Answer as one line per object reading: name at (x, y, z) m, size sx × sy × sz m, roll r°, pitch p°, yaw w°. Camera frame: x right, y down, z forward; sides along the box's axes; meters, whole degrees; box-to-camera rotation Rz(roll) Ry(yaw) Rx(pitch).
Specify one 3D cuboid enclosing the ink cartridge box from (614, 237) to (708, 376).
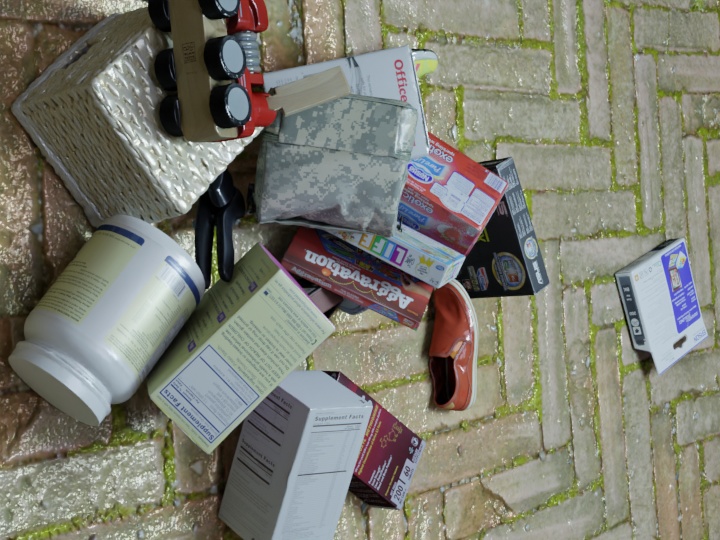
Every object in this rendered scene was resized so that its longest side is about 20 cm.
ink cartridge box at (0.557, 0.065, 2.306) m, size 0.197 × 0.043 × 0.202 m, roll -26°, pitch 102°, yaw -43°

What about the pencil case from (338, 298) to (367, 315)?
pencil case at (0.037, -0.009, 1.768) m, size 0.199 × 0.083 × 0.091 m, roll -24°, pitch 74°, yaw -43°

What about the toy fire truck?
toy fire truck at (-0.118, -0.236, 1.396) m, size 0.199 × 0.127 × 0.178 m, roll -8°, pitch 92°, yaw -58°

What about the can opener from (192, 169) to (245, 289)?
can opener at (-0.178, -0.048, 1.517) m, size 0.079 × 0.063 × 0.201 m, roll 55°, pitch 22°, yaw -38°

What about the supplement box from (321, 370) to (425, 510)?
supplement box at (-0.005, 0.234, 1.719) m, size 0.200 × 0.060 × 0.110 m, roll 42°, pitch 60°, yaw -33°

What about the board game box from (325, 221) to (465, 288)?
board game box at (0.035, -0.043, 1.668) m, size 0.035 × 0.198 × 0.134 m, roll -65°, pitch 169°, yaw 12°

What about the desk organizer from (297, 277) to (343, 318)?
desk organizer at (-0.103, 0.084, 1.627) m, size 0.199 × 0.071 × 0.078 m, roll -34°, pitch 112°, yaw -41°

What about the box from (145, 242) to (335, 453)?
box at (-0.144, 0.083, 1.434) m, size 0.200 × 0.176 × 0.097 m, roll -44°, pitch 107°, yaw -2°

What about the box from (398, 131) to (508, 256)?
box at (0.093, -0.118, 1.757) m, size 0.199 × 0.096 × 0.100 m, roll 32°, pitch 58°, yaw 4°

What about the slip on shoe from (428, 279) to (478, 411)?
slip on shoe at (0.133, 0.111, 1.864) m, size 0.061 × 0.074 × 0.203 m, roll -6°, pitch 96°, yaw -42°

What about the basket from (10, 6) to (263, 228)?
basket at (-0.248, -0.177, 1.443) m, size 0.199 × 0.160 × 0.201 m, roll -53°, pitch 123°, yaw -35°

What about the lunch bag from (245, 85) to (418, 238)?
lunch bag at (-0.036, -0.132, 1.543) m, size 0.197 × 0.139 × 0.170 m, roll 7°, pitch 94°, yaw -5°

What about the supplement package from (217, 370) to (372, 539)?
supplement package at (-0.082, 0.237, 1.558) m, size 0.113 × 0.109 × 0.202 m, roll 4°, pitch 108°, yaw -45°

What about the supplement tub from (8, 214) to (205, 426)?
supplement tub at (-0.281, 0.055, 1.392) m, size 0.145 × 0.144 × 0.201 m, roll 49°, pitch 62°, yaw -30°

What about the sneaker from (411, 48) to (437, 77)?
sneaker at (0.036, -0.269, 1.803) m, size 0.199 × 0.078 × 0.091 m, roll -20°, pitch 109°, yaw -38°

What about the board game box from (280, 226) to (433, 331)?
board game box at (0.000, 0.000, 1.662) m, size 0.198 × 0.020 × 0.103 m, roll 25°, pitch 44°, yaw -1°

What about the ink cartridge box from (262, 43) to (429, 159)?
ink cartridge box at (-0.020, -0.203, 1.651) m, size 0.197 × 0.084 × 0.147 m, roll -11°, pitch 95°, yaw -3°

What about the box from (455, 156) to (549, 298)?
box at (0.181, -0.059, 1.861) m, size 0.044 × 0.159 × 0.202 m, roll -31°, pitch 109°, yaw -41°
